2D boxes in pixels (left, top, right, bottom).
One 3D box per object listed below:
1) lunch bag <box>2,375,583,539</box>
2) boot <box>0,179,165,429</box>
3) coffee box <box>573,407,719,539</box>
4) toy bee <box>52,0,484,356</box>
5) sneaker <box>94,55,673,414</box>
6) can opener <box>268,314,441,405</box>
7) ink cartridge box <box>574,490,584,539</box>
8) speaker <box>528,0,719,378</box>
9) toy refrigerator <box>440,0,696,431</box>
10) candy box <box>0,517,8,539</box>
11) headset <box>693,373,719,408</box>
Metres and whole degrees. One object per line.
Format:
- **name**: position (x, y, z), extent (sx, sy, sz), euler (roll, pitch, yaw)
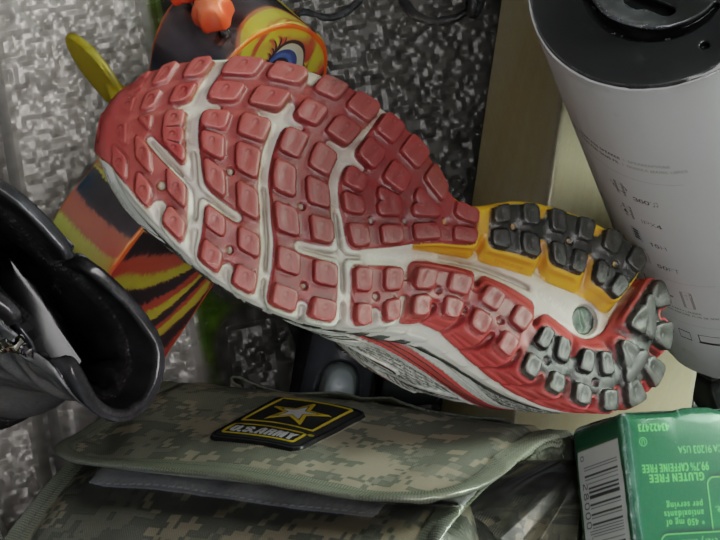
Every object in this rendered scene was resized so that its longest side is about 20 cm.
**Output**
- **lunch bag**: position (-0.032, 0.115, 0.838), extent (0.201, 0.163, 0.118), euler (-63, 144, -33)
- **boot**: position (-0.158, -0.020, 0.860), extent (0.200, 0.131, 0.070), euler (35, 70, -18)
- **coffee box**: position (0.137, 0.144, 0.830), extent (0.122, 0.044, 0.201), euler (-2, 78, -23)
- **toy bee**: position (-0.055, -0.062, 0.902), extent (0.109, 0.130, 0.201), euler (35, 75, -58)
- **sneaker**: position (0.000, 0.000, 0.830), extent (0.199, 0.082, 0.078), euler (29, 67, -21)
- **can opener**: position (-0.012, 0.067, 0.950), extent (0.078, 0.063, 0.201), euler (15, 92, 3)
- **ink cartridge box**: position (0.176, 0.118, 0.923), extent (0.199, 0.085, 0.145), euler (-18, 84, -24)
- **speaker**: position (0.113, -0.041, 0.841), extent (0.081, 0.081, 0.200), euler (-44, 147, -9)
- **toy refrigerator**: position (0.085, -0.012, 0.972), extent (0.075, 0.070, 0.201), euler (7, 93, -24)
- **candy box**: position (-0.196, 0.183, 0.903), extent (0.199, 0.072, 0.169), euler (-22, 100, -13)
- **headset**: position (0.183, -0.014, 0.983), extent (0.123, 0.094, 0.201), euler (-17, 112, -18)
